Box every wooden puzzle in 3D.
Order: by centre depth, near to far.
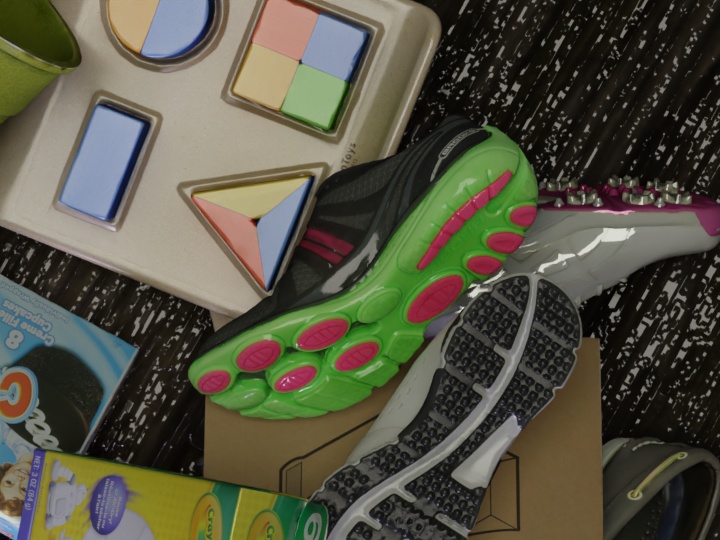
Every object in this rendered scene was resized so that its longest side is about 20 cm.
[{"bbox_3d":[-0.081,-0.080,1.317,0.200,0.046,0.185,22,95,6],"label":"wooden puzzle"}]

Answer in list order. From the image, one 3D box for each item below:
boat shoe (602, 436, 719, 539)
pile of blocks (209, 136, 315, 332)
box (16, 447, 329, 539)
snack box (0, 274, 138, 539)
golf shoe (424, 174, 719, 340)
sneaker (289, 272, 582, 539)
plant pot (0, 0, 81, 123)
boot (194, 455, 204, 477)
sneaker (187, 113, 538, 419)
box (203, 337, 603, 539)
[{"bbox_3d":[0.117,0.167,1.299,0.072,0.060,0.202,48,59,-27],"label":"boat shoe"},{"bbox_3d":[-0.045,-0.052,1.365,0.082,0.062,0.200,10,86,4],"label":"pile of blocks"},{"bbox_3d":[-0.096,0.155,1.250,0.200,0.048,0.117,4,82,47],"label":"box"},{"bbox_3d":[-0.230,0.046,1.352,0.200,0.037,0.116,28,70,-3],"label":"snack box"},{"bbox_3d":[0.092,0.000,1.358,0.200,0.075,0.092,-5,101,4],"label":"golf shoe"},{"bbox_3d":[0.036,0.089,1.253,0.074,0.080,0.200,40,90,-3],"label":"sneaker"},{"bbox_3d":[-0.275,-0.098,1.264,0.200,0.200,0.193,45,100,5],"label":"plant pot"},{"bbox_3d":[0.017,0.140,1.348,0.200,0.068,0.131,-6,91,4],"label":"boot"},{"bbox_3d":[0.000,0.000,1.278,0.200,0.084,0.077,-37,129,8],"label":"sneaker"},{"bbox_3d":[0.021,0.113,1.286,0.200,0.021,0.164,-1,67,3],"label":"box"}]
